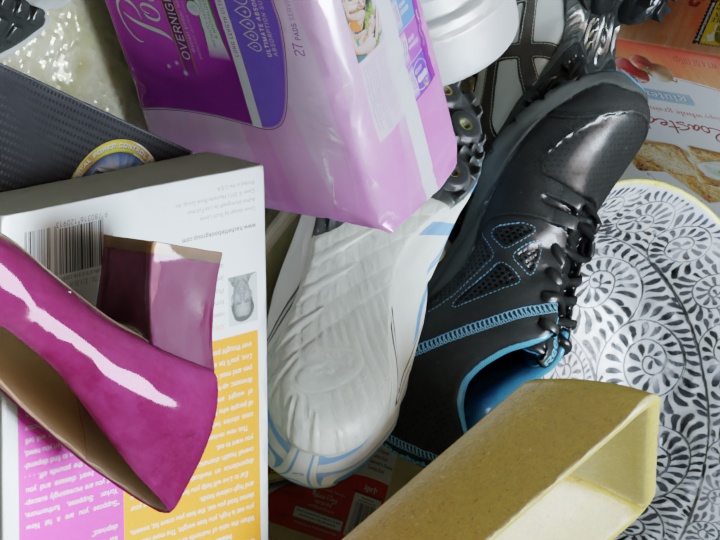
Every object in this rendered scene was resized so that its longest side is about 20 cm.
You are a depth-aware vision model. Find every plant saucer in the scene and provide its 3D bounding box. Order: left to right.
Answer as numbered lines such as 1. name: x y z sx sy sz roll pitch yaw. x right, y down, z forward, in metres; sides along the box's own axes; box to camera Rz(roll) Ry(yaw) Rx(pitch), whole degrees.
1. plant saucer: 0.038 0.125 1.045 0.200 0.049 0.200 -40 162 -7

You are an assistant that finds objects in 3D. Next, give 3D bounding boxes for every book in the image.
1. book: -0.094 0.065 0.930 0.133 0.048 0.202 -14 112 -47

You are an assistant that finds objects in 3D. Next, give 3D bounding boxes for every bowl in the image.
1. bowl: 0.109 0.058 1.221 0.200 0.094 0.203 3 86 -40

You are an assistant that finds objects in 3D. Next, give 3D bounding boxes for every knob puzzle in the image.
1. knob puzzle: -0.017 0.041 1.113 0.219 0.030 0.222 -22 118 -51

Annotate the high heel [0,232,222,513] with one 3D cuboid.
1. high heel: -0.130 0.031 0.819 0.199 0.067 0.097 7 90 -33

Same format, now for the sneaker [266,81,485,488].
1. sneaker: 0.000 0.000 1.053 0.073 0.071 0.201 124 -12 -63

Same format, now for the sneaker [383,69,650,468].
1. sneaker: 0.075 0.003 1.091 0.201 0.082 0.073 -54 144 -2

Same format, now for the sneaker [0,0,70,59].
1. sneaker: -0.124 -0.168 0.854 0.075 0.080 0.202 39 65 -66

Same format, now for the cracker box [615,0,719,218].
1. cracker box: 0.177 -0.084 1.252 0.200 0.133 0.058 47 64 -49

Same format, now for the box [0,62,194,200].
1. box: -0.155 0.003 0.899 0.200 0.044 0.162 24 82 -54

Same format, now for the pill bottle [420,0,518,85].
1. pill bottle: 0.005 -0.178 1.003 0.113 0.112 0.201 -46 135 -35

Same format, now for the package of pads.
1. package of pads: -0.041 -0.114 0.952 0.076 0.120 0.201 -51 138 -38

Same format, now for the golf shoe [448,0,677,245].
1. golf shoe: 0.080 -0.107 1.157 0.201 0.094 0.078 -60 147 2
